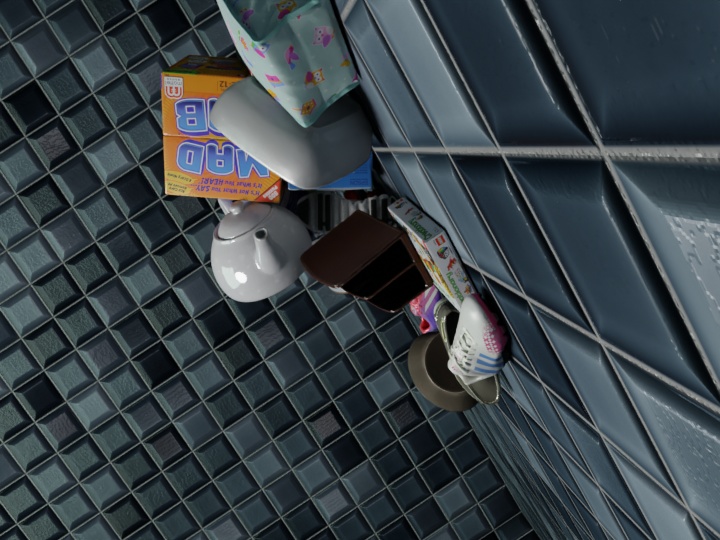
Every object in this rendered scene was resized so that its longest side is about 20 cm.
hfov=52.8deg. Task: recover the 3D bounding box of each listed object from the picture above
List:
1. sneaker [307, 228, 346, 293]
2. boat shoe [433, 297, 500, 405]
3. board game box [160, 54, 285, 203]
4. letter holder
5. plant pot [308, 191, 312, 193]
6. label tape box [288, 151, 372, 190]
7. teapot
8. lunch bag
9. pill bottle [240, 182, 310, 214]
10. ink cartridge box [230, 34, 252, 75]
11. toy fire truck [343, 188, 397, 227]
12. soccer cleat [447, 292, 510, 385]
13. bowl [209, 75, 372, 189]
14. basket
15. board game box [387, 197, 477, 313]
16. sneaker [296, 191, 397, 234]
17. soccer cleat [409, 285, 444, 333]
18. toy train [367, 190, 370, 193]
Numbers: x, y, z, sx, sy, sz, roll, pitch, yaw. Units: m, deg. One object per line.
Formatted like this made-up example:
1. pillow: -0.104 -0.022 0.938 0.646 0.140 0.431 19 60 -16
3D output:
1. sneaker: -0.058 -0.036 1.329 0.200 0.069 0.110 37 155 59
2. boat shoe: 0.182 0.143 1.212 0.205 0.071 0.060 63 -177 -10
3. board game box: -0.224 -0.253 1.267 0.201 0.195 0.204 -89 3 -66
4. letter holder: 0.000 0.000 1.152 0.102 0.141 0.200 57 170 -23
5. plant pot: -0.145 -0.230 1.510 0.187 0.196 0.191 -22 -90 -80
6. label tape box: -0.056 -0.174 1.284 0.200 0.141 0.065 -124 33 -83
7. teapot: -0.186 -0.055 1.257 0.148 0.196 0.199 63 -148 -28
8. lunch bag: -0.106 -0.306 0.885 0.201 0.121 0.171 51 176 29
9. pill bottle: -0.134 -0.103 1.451 0.198 0.120 0.120 29 -164 -35
10. ink cartridge box: -0.176 -0.417 1.198 0.200 0.081 0.149 -124 17 -62
11. toy fire truck: 0.034 -0.074 1.430 0.202 0.111 0.168 59 -166 1
12. soccer cleat: 0.155 0.105 0.990 0.070 0.085 0.201 57 178 33
13. bowl: -0.084 -0.213 1.006 0.199 0.075 0.199 38 -142 12
14. basket: 0.170 0.183 1.389 0.180 0.136 0.200 45 172 12
15. board game box: 0.105 -0.026 1.063 0.128 0.034 0.200 59 179 -22
16. sneaker: -0.019 -0.099 1.299 0.081 0.195 0.077 0 -86 -76
17. soccer cleat: 0.118 0.044 1.363 0.069 0.072 0.201 57 178 47
18. toy train: -0.001 -0.097 1.504 0.046 0.034 0.201 43 -140 -15
